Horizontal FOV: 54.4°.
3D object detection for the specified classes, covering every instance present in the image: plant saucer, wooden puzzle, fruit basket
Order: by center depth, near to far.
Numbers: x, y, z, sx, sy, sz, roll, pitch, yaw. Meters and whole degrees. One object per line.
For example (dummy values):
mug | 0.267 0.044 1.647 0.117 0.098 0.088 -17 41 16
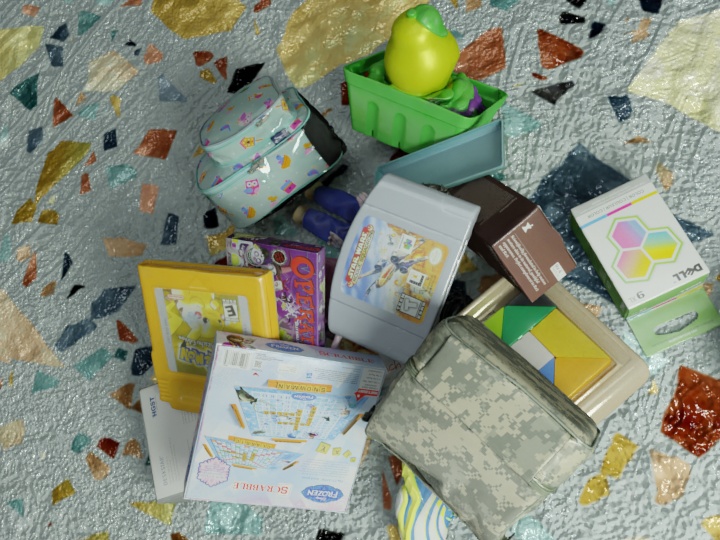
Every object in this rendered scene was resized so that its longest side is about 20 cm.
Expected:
wooden puzzle | 0.199 0.104 0.817 0.185 0.037 0.200 -39 64 -4
plant saucer | 0.098 -0.129 0.897 0.200 0.019 0.070 -15 60 37
fruit basket | 0.085 -0.260 0.930 0.215 0.216 0.155 27 38 21

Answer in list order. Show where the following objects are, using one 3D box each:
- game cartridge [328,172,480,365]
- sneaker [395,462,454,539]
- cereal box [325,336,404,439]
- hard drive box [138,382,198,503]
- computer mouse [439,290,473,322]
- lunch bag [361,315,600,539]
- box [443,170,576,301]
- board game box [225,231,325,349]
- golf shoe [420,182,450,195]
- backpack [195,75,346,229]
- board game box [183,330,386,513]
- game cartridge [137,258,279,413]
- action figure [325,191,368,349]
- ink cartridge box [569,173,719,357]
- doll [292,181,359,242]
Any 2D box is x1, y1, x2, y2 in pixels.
game cartridge | 0.040 -0.002 0.804 0.133 0.042 0.200 21 100 11
sneaker | 0.100 0.251 0.815 0.105 0.076 0.200 0 92 46
cereal box | 0.009 0.120 0.931 0.144 0.040 0.200 -15 70 9
hard drive box | -0.181 0.206 0.938 0.200 0.077 0.156 -19 69 9
computer mouse | 0.179 0.109 0.865 0.200 0.053 0.139 20 70 13
lunch bag | 0.116 0.163 0.721 0.200 0.139 0.168 42 102 18
box | 0.165 -0.054 0.856 0.075 0.100 0.200 -41 29 1
board game box | -0.101 0.058 0.843 0.120 0.032 0.200 7 114 15
golf shoe | 0.067 -0.009 0.863 0.077 0.088 0.200 12 95 7
backpack | -0.144 -0.165 0.989 0.200 0.153 0.176 -43 33 10
board game box | -0.090 0.182 0.823 0.200 0.041 0.200 11 105 -16
game cartridge | -0.180 0.089 0.853 0.176 0.032 0.200 4 110 21
action figure | 0.000 0.000 0.885 0.200 0.134 0.149 -32 82 -11
ink cartridge box | 0.352 -0.007 0.863 0.104 0.059 0.200 -26 69 7
doll | 0.007 -0.063 0.981 0.200 0.048 0.137 27 92 20
